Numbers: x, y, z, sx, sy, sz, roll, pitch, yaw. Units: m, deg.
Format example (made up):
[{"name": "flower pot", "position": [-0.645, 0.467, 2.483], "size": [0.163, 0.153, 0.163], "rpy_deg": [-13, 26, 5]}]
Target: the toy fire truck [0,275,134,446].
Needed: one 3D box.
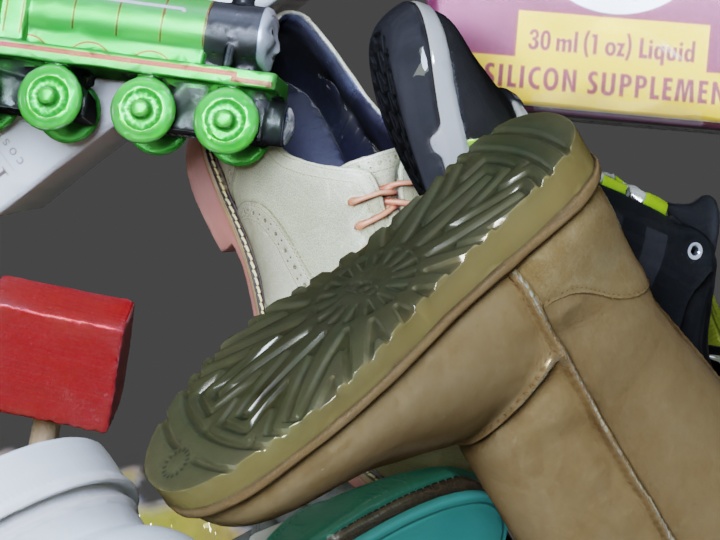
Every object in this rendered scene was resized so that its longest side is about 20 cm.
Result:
[{"name": "toy fire truck", "position": [-0.122, 0.120, 0.967], "size": [0.048, 0.141, 0.201], "rpy_deg": [11, 117, -2]}]

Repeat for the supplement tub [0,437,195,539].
[{"name": "supplement tub", "position": [-0.068, 0.162, 0.792], "size": [0.140, 0.140, 0.200], "rpy_deg": [-36, 74, 1]}]

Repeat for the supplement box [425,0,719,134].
[{"name": "supplement box", "position": [0.099, -0.148, 0.966], "size": [0.130, 0.103, 0.201], "rpy_deg": [5, 92, 13]}]

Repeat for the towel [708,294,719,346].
[{"name": "towel", "position": [0.112, 0.100, 0.967], "size": [0.086, 0.018, 0.201], "rpy_deg": [-21, 72, 5]}]

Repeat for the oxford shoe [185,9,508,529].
[{"name": "oxford shoe", "position": [0.000, 0.000, 0.967], "size": [0.070, 0.074, 0.200], "rpy_deg": [-16, 59, -31]}]

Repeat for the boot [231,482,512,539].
[{"name": "boot", "position": [0.016, 0.147, 0.948], "size": [0.130, 0.068, 0.200], "rpy_deg": [-39, 66, -1]}]

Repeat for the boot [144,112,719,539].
[{"name": "boot", "position": [0.053, 0.078, 0.870], "size": [0.175, 0.200, 0.066], "rpy_deg": [-38, 26, -11]}]

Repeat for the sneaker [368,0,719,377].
[{"name": "sneaker", "position": [0.072, -0.014, 0.927], "size": [0.083, 0.201, 0.072], "rpy_deg": [-30, 27, 1]}]

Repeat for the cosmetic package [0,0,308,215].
[{"name": "cosmetic package", "position": [-0.075, -0.118, 1.011], "size": [0.200, 0.071, 0.102], "rpy_deg": [-37, 89, 9]}]

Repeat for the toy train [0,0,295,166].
[{"name": "toy train", "position": [-0.117, -0.075, 0.965], "size": [0.199, 0.042, 0.057], "rpy_deg": [8, 85, 8]}]

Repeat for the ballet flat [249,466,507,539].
[{"name": "ballet flat", "position": [-0.041, 0.126, 0.911], "size": [0.200, 0.067, 0.070], "rpy_deg": [-46, 40, -10]}]
